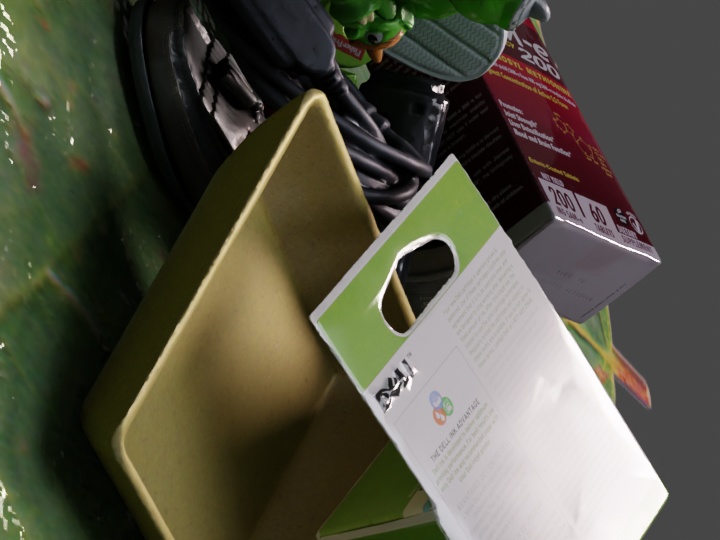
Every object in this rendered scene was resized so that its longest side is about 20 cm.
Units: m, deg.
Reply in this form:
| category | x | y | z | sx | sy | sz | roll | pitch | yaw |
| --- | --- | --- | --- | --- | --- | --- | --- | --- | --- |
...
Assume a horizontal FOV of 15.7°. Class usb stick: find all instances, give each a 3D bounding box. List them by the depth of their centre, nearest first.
| category | x | y | z | sx | sy | sz | roll | pitch | yaw |
| --- | --- | --- | --- | --- | --- | --- | --- | --- | --- |
| usb stick | 0.000 | 0.000 | 1.299 | 0.033 | 0.055 | 0.200 | 14 | 90 | -43 |

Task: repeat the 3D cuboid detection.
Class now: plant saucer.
| category | x | y | z | sx | sy | sz | roll | pitch | yaw |
| --- | --- | --- | --- | --- | --- | --- | --- | --- | --- |
| plant saucer | -0.049 | 0.055 | 1.136 | 0.200 | 0.048 | 0.200 | -62 | 146 | -33 |

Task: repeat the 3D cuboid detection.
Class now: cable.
| category | x | y | z | sx | sy | sz | roll | pitch | yaw |
| --- | --- | --- | --- | --- | --- | --- | --- | --- | --- |
| cable | -0.034 | -0.098 | 1.224 | 0.200 | 0.051 | 0.163 | 52 | -2 | -11 |

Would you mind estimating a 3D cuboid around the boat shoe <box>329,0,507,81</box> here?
| category | x | y | z | sx | sy | sz | roll | pitch | yaw |
| --- | --- | --- | --- | --- | --- | --- | --- | --- | --- |
| boat shoe | -0.004 | -0.177 | 1.291 | 0.200 | 0.074 | 0.067 | 44 | 18 | -9 |

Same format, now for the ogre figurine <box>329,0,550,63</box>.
| category | x | y | z | sx | sy | sz | roll | pitch | yaw |
| --- | --- | --- | --- | --- | --- | --- | --- | --- | --- |
| ogre figurine | 0.015 | -0.164 | 1.184 | 0.120 | 0.200 | 0.098 | 60 | 39 | -37 |

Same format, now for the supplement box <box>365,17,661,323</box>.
| category | x | y | z | sx | sy | sz | roll | pitch | yaw |
| --- | --- | --- | --- | --- | --- | --- | --- | --- | --- |
| supplement box | 0.069 | -0.077 | 1.369 | 0.109 | 0.061 | 0.200 | 19 | 38 | -51 |

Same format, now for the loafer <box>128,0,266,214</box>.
| category | x | y | z | sx | sy | sz | roll | pitch | yaw |
| --- | --- | --- | --- | --- | --- | --- | --- | --- | --- |
| loafer | -0.051 | -0.046 | 1.220 | 0.072 | 0.063 | 0.200 | -78 | 156 | -50 |

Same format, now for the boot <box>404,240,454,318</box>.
| category | x | y | z | sx | sy | sz | roll | pitch | yaw |
| --- | --- | --- | --- | --- | --- | --- | --- | --- | --- |
| boot | 0.043 | 0.042 | 1.437 | 0.182 | 0.072 | 0.200 | -78 | 159 | -60 |

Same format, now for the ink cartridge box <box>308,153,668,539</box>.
| category | x | y | z | sx | sy | sz | roll | pitch | yaw |
| --- | --- | --- | --- | --- | --- | --- | --- | --- | --- |
| ink cartridge box | 0.038 | 0.072 | 1.185 | 0.200 | 0.076 | 0.148 | 58 | 42 | -15 |

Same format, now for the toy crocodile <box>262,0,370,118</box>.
| category | x | y | z | sx | sy | sz | roll | pitch | yaw |
| --- | --- | --- | --- | --- | --- | --- | --- | --- | --- |
| toy crocodile | -0.025 | -0.082 | 1.346 | 0.067 | 0.062 | 0.200 | -163 | -113 | -68 |
